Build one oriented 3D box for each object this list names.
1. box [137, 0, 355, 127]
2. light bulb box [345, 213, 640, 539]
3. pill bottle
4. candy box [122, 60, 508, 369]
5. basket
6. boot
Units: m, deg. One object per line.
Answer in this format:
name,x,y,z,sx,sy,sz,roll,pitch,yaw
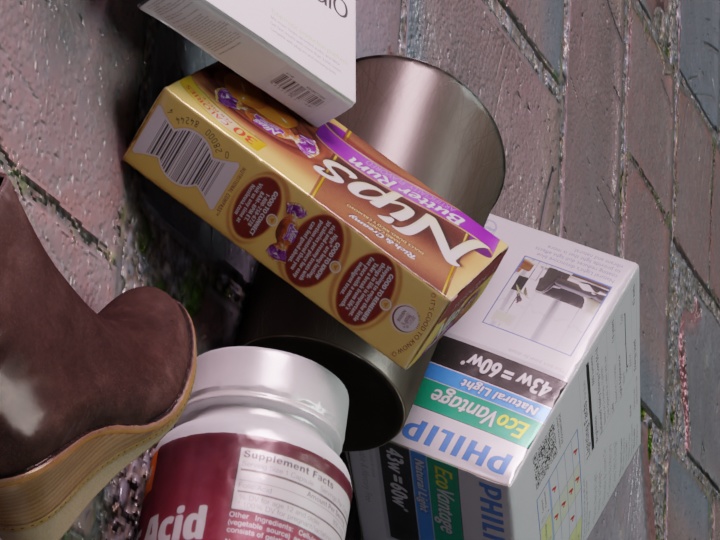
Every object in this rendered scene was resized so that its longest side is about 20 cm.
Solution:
box,-0.061,-0.198,1.452,0.144,0.036,0.201,32,43,-37
light bulb box,0.093,0.108,1.681,0.200,0.124,0.199,-55,153,-34
pill bottle,-0.066,0.151,1.382,0.114,0.114,0.201,58,34,-52
candy box,-0.023,-0.037,1.431,0.057,0.200,0.117,-58,171,23
basket,0.000,0.000,1.564,0.181,0.135,0.201,99,9,-54
boot,-0.147,0.021,1.245,0.200,0.072,0.167,-60,144,-50
